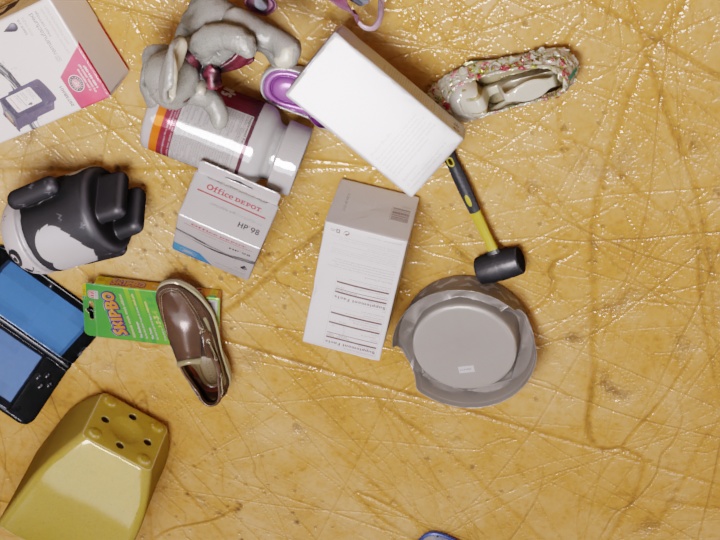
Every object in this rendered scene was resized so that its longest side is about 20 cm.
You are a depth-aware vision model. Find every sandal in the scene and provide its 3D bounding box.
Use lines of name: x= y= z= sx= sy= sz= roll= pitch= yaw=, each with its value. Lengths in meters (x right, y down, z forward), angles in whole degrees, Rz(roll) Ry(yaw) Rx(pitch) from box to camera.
sandal: x=-0.030 y=-0.205 z=1.627 sx=0.202 sy=0.050 sz=0.083 roll=11 pitch=125 yaw=4

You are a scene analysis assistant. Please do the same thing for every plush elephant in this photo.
plush elephant: x=-0.184 y=-0.242 z=1.522 sx=0.199 sy=0.165 sz=0.155 roll=28 pitch=94 yaw=-18

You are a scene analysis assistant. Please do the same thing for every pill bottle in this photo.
pill bottle: x=-0.168 y=-0.172 z=1.640 sx=0.199 sy=0.110 sz=0.110 roll=21 pitch=125 yaw=-3

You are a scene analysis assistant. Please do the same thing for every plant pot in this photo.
plant pot: x=-0.395 y=0.306 z=1.967 sx=0.195 sy=0.194 sz=0.200 roll=29 pitch=118 yaw=-9

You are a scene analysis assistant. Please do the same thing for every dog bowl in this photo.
dog bowl: x=0.145 y=0.094 z=1.789 sx=0.199 sy=0.059 sz=0.201 roll=6 pitch=125 yaw=8

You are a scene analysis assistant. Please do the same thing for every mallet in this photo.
mallet: x=0.144 y=-0.068 z=1.697 sx=0.066 sy=0.041 sz=0.200 roll=-24 pitch=111 yaw=27

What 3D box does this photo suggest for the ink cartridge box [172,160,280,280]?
ink cartridge box: x=-0.176 y=-0.062 z=1.679 sx=0.115 sy=0.067 sz=0.200 roll=23 pitch=162 yaw=-4

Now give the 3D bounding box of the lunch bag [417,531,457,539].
lunch bag: x=0.158 y=0.504 z=2.054 sx=0.199 sy=0.076 sz=0.161 roll=28 pitch=122 yaw=-7

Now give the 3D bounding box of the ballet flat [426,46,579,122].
ballet flat: x=0.166 y=-0.220 z=1.570 sx=0.199 sy=0.064 sz=0.076 roll=-17 pitch=120 yaw=22

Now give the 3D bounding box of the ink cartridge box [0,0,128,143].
ink cartridge box: x=-0.421 y=-0.262 z=1.646 sx=0.199 sy=0.084 sz=0.145 roll=-19 pitch=117 yaw=22

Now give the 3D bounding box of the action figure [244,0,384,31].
action figure: x=-0.085 y=-0.355 z=1.528 sx=0.199 sy=0.135 sz=0.149 roll=-4 pitch=161 yaw=24

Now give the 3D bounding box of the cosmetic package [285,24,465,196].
cosmetic package: x=0.020 y=-0.192 z=1.562 sx=0.200 sy=0.074 sz=0.102 roll=40 pitch=108 yaw=-8

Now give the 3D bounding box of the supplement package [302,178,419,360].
supplement package: x=0.000 y=0.000 z=1.721 sx=0.109 sy=0.114 sz=0.201 roll=14 pitch=126 yaw=3

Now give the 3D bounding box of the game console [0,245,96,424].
game console: x=-0.506 y=0.096 z=1.890 sx=0.200 sy=0.171 sz=0.118 roll=37 pitch=149 yaw=-14

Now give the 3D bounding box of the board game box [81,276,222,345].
board game box: x=-0.299 y=0.061 z=1.869 sx=0.199 sy=0.030 sz=0.096 roll=5 pitch=124 yaw=0

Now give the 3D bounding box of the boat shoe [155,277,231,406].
boat shoe: x=-0.233 y=0.106 z=1.831 sx=0.074 sy=0.075 sz=0.203 roll=-15 pitch=121 yaw=16

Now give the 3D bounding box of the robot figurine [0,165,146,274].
robot figurine: x=-0.387 y=-0.066 z=1.746 sx=0.199 sy=0.125 sz=0.151 roll=-15 pitch=107 yaw=20
